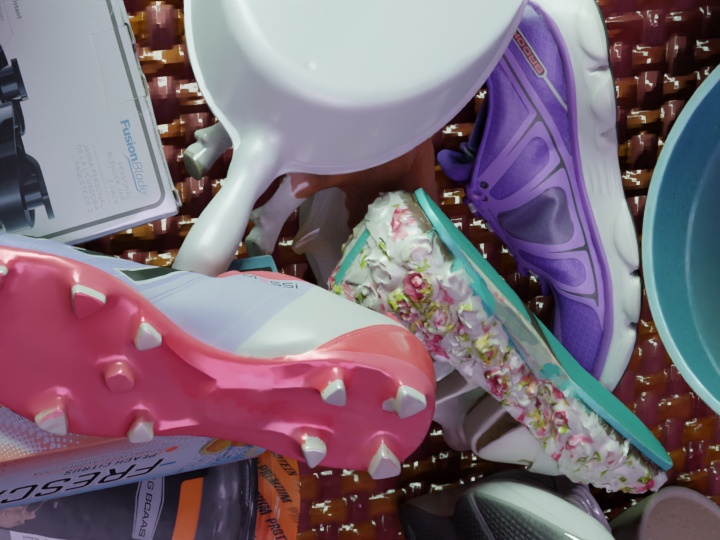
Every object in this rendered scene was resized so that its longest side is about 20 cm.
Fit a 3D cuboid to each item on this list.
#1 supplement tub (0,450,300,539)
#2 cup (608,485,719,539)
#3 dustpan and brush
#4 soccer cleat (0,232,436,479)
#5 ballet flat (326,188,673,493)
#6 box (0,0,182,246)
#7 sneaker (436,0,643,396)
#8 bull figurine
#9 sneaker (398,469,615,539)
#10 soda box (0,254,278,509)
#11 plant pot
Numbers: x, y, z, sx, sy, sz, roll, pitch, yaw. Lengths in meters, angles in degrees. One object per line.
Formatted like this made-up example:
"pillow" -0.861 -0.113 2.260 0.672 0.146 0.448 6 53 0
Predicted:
"supplement tub" -0.134 0.095 0.776 0.198 0.123 0.123 14 108 -25
"cup" 0.135 0.228 0.909 0.143 0.201 0.200 -30 123 26
"dustpan and brush" -0.027 -0.071 0.726 0.139 0.057 0.201 29 59 -5
"soccer cleat" -0.066 0.024 0.665 0.198 0.077 0.067 14 114 -16
"ballet flat" 0.056 0.042 0.785 0.064 0.076 0.200 -40 119 9
"box" -0.176 -0.048 0.667 0.198 0.060 0.118 -18 95 -11
"sneaker" 0.080 -0.034 0.834 0.083 0.081 0.202 -11 110 4
"bull figurine" 0.000 0.000 0.807 0.121 0.065 0.202 -27 117 -28
"sneaker" 0.081 0.117 0.833 0.080 0.200 0.071 -21 93 -16
"soda box" -0.118 0.047 0.693 0.199 0.069 0.064 -7 158 -35
"plant pot" 0.256 -0.001 0.826 0.201 0.200 0.187 -55 145 10
